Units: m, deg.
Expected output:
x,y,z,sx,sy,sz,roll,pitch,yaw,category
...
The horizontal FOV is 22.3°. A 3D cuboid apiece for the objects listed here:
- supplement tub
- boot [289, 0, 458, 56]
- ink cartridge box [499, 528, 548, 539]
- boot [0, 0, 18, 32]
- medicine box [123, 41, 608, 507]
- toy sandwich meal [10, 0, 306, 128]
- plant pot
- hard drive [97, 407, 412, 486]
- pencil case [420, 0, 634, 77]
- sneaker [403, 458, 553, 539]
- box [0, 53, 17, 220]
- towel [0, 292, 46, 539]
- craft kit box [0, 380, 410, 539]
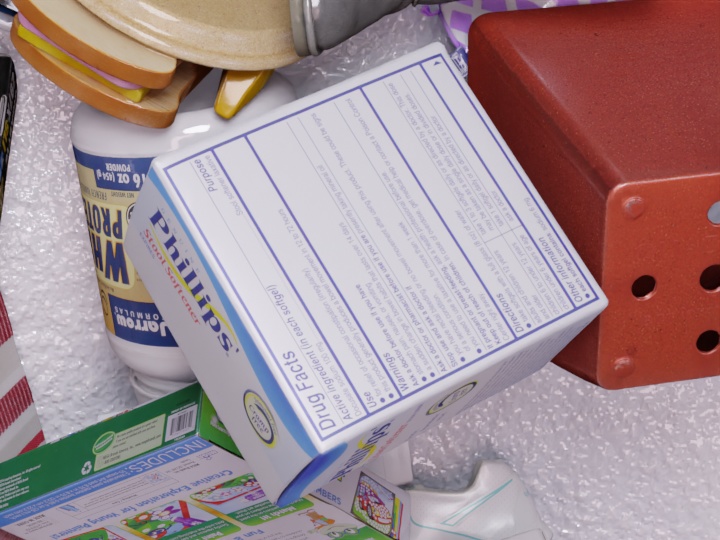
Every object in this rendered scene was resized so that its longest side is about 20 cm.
x,y,z,sx,sy,sz,roll,pitch,yaw,category
-0.098,-0.018,1.154,0.144,0.144,0.201,-9,110,-2,supplement tub
0.070,-0.174,1.049,0.199,0.182,0.073,5,122,15,boot
0.081,0.280,1.260,0.144,0.085,0.200,-18,139,-3,ink cartridge box
-0.257,-0.219,1.093,0.200,0.096,0.074,36,102,-16,boot
0.000,0.000,1.019,0.199,0.103,0.183,-25,75,-25,medicine box
-0.113,-0.163,1.086,0.204,0.206,0.070,21,127,-12,toy sandwich meal
0.180,-0.036,1.097,0.199,0.176,0.201,-7,121,-10,plant pot
-0.067,0.121,1.235,0.199,0.027,0.132,-11,144,-2,hard drive
0.137,-0.191,1.153,0.200,0.084,0.086,-37,87,6,pencil case
0.031,0.196,1.290,0.199,0.070,0.081,-25,94,1,sneaker
-0.319,-0.063,1.117,0.199,0.049,0.161,5,68,-6,box
-0.257,0.098,1.183,0.023,0.144,0.201,-5,111,19,towel
-0.104,0.153,1.182,0.199,0.049,0.197,-23,137,34,craft kit box
